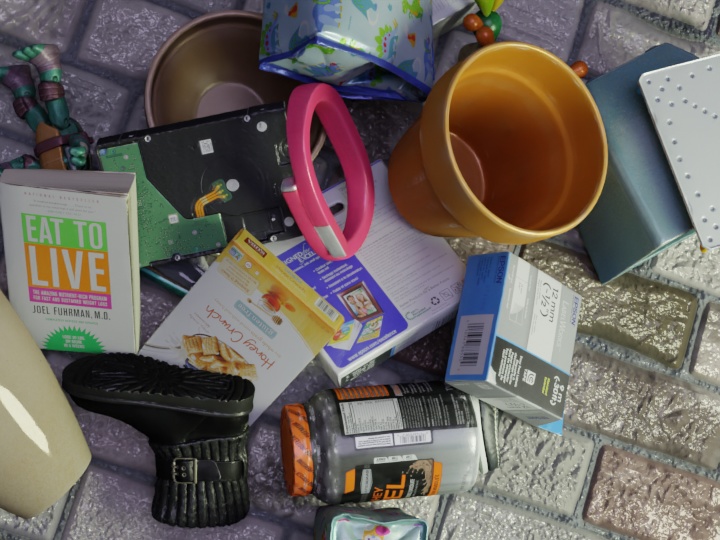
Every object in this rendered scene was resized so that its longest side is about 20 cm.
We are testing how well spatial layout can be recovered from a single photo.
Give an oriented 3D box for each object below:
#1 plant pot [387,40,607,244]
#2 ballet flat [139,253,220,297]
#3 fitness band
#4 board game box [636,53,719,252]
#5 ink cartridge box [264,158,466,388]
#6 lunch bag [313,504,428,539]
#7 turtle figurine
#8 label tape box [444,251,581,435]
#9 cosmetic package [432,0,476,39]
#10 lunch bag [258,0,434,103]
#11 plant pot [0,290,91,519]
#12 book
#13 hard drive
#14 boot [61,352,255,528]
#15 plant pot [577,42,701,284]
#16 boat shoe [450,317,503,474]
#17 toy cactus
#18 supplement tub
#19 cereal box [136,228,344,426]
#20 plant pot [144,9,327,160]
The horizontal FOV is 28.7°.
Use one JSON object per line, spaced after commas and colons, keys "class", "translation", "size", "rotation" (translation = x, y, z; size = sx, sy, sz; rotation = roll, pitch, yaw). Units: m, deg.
{"class": "plant pot", "translation": [0.125, -0.116, 1.475], "size": [0.199, 0.183, 0.202], "rotation": [6, 77, -27]}
{"class": "ballet flat", "translation": [-0.146, 0.024, 1.513], "size": [0.199, 0.073, 0.073], "rotation": [35, 77, -3]}
{"class": "fitness band", "translation": [-0.034, -0.099, 1.456], "size": [0.037, 0.201, 0.144], "rotation": [-4, 48, 21]}
{"class": "board game box", "translation": [0.411, -0.134, 1.473], "size": [0.199, 0.026, 0.201], "rotation": [-15, 75, -11]}
{"class": "ink cartridge box", "translation": [0.000, 0.000, 1.536], "size": [0.197, 0.043, 0.200], "rotation": [-29, 68, -19]}
{"class": "lunch bag", "translation": [0.002, 0.347, 1.447], "size": [0.121, 0.170, 0.202], "rotation": [5, 85, -6]}
{"class": "turtle figurine", "translation": [-0.332, -0.129, 1.484], "size": [0.149, 0.100, 0.202], "rotation": [-19, 83, 28]}
{"class": "label tape box", "translation": [0.187, 0.083, 1.518], "size": [0.199, 0.066, 0.144], "rotation": [27, 66, -38]}
{"class": "cosmetic package", "translation": [0.030, -0.274, 1.571], "size": [0.199, 0.101, 0.072], "rotation": [-33, 88, -14]}
{"class": "lunch bag", "translation": [-0.001, -0.275, 1.453], "size": [0.199, 0.127, 0.172], "rotation": [9, 77, -38]}
{"class": "plant pot", "translation": [-0.371, 0.147, 1.410], "size": [0.187, 0.187, 0.200], "rotation": [-44, 106, -13]}
{"class": "book", "translation": [-0.294, -0.007, 1.432], "size": [0.132, 0.048, 0.201], "rotation": [4, 125, 1]}
{"class": "hard drive", "translation": [-0.160, -0.087, 1.446], "size": [0.198, 0.038, 0.141], "rotation": [-12, 110, 1]}
{"class": "boot", "translation": [-0.212, 0.181, 1.457], "size": [0.209, 0.080, 0.159], "rotation": [11, 113, 5]}
{"class": "plant pot", "translation": [0.328, -0.132, 1.570], "size": [0.195, 0.196, 0.201], "rotation": [-28, 83, -13]}
{"class": "boat shoe", "translation": [0.142, 0.122, 1.554], "size": [0.060, 0.076, 0.202], "rotation": [-6, 84, -6]}
{"class": "toy cactus", "translation": [0.162, -0.238, 1.557], "size": [0.102, 0.165, 0.200], "rotation": [-41, 115, -8]}
{"class": "supplement tub", "translation": [0.019, 0.183, 1.496], "size": [0.198, 0.122, 0.124], "rotation": [-4, 83, -11]}
{"class": "cereal box", "translation": [-0.130, 0.074, 1.465], "size": [0.144, 0.040, 0.200], "rotation": [40, 117, -3]}
{"class": "plant pot", "translation": [-0.136, -0.173, 1.528], "size": [0.199, 0.093, 0.203], "rotation": [2, 81, -11]}
